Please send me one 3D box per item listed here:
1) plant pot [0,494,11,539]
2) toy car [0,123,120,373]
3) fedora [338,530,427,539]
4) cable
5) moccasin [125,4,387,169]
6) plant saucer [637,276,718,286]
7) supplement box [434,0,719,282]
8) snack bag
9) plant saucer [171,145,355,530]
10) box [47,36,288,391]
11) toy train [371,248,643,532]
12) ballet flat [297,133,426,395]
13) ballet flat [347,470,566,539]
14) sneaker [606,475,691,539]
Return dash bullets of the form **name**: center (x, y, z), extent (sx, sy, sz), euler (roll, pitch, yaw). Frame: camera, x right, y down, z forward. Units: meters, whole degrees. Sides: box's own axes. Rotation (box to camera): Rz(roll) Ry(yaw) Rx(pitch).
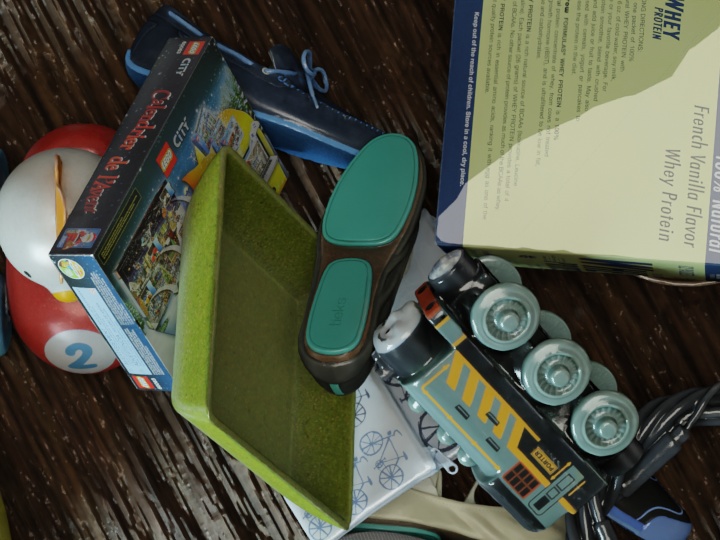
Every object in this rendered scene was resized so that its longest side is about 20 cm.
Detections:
- **plant pot**: center (-0.326, 0.175, 1.689), extent (0.199, 0.200, 0.142), euler (5, 63, 1)
- **toy car**: center (-0.197, -0.015, 1.664), extent (0.184, 0.200, 0.177), euler (-1, 90, 2)
- **fedora**: center (0.028, 0.244, 1.700), extent (0.200, 0.177, 0.090), euler (27, 55, -20)
- **cable**: center (0.222, 0.169, 1.673), extent (0.163, 0.051, 0.201), euler (14, 82, 1)
- **moccasin**: center (-0.066, -0.132, 1.722), extent (0.200, 0.080, 0.068), euler (24, 77, -3)
- **plant saucer**: center (0.231, -0.089, 1.737), extent (0.200, 0.037, 0.201), euler (0, 91, 1)
- **supplement box**: center (0.163, -0.100, 1.648), extent (0.199, 0.134, 0.201), euler (4, 86, 9)
- **snack bag**: center (0.010, 0.073, 1.703), extent (0.200, 0.021, 0.189), euler (-33, 57, 1)
- **plant saucer**: center (-0.067, 0.050, 1.617), extent (0.048, 0.200, 0.200), euler (-12, 58, 24)
- **box**: center (-0.124, -0.039, 1.632), extent (0.038, 0.137, 0.200), euler (1, 48, 31)
- **toy train**: center (0.098, 0.079, 1.606), extent (0.114, 0.085, 0.200), euler (-42, 110, 5)
- **ballet flat**: center (0.000, 0.000, 1.660), extent (0.068, 0.068, 0.200), euler (8, 54, 17)
- **ballet flat**: center (0.066, 0.172, 1.732), extent (0.199, 0.069, 0.070), euler (12, 90, -2)
- **sneaker**: center (0.164, 0.117, 1.715), extent (0.200, 0.070, 0.078), euler (36, 93, -8)
